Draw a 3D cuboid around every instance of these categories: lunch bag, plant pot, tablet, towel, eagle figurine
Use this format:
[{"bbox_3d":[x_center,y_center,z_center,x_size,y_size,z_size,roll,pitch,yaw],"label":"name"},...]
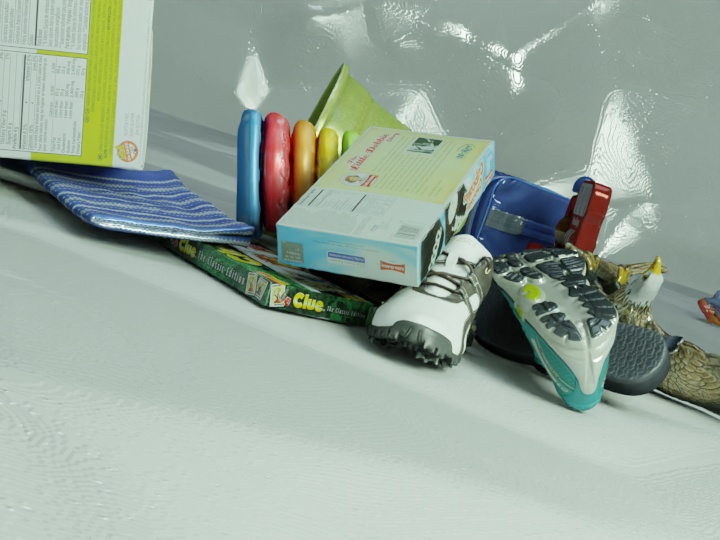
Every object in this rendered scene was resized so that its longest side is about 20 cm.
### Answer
[{"bbox_3d":[0.238,-0.059,1.820,0.198,0.138,0.132,17,7,-22],"label":"lunch bag"},{"bbox_3d":[0.012,-0.080,1.296,0.183,0.202,0.200,29,5,-9],"label":"plant pot"},{"bbox_3d":[-0.282,-0.082,1.161,0.198,0.014,0.130,19,7,-5],"label":"tablet"},{"bbox_3d":[-0.189,-0.062,1.053,0.143,0.024,0.200,6,13,-31],"label":"towel"},{"bbox_3d":[0.245,0.058,1.118,0.150,0.152,0.201,-20,46,0],"label":"eagle figurine"}]

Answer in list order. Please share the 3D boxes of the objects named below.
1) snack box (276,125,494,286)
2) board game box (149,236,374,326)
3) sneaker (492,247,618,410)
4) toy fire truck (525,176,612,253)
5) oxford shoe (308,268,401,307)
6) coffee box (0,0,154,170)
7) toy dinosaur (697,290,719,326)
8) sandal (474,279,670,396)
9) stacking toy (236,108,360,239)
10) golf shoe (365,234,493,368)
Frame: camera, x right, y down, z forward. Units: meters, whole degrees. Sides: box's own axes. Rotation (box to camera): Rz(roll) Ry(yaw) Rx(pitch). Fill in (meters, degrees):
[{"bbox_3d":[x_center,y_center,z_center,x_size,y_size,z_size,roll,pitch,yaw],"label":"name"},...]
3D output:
[{"bbox_3d":[0.025,-0.057,0.993,0.115,0.038,0.200,9,31,20],"label":"snack box"},{"bbox_3d":[-0.085,-0.002,1.019,0.104,0.024,0.199,10,11,-39],"label":"board game box"},{"bbox_3d":[0.148,0.038,0.991,0.076,0.081,0.201,-7,26,-3],"label":"sneaker"},{"bbox_3d":[0.279,-0.036,1.613,0.111,0.170,0.200,18,7,2],"label":"toy fire truck"},{"bbox_3d":[0.000,0.000,1.108,0.084,0.073,0.200,44,7,6],"label":"oxford shoe"},{"bbox_3d":[-0.286,-0.204,1.107,0.195,0.203,0.200,3,8,-13],"label":"coffee box"},{"bbox_3d":[0.656,0.079,2.246,0.179,0.106,0.200,0,-23,-27],"label":"toy dinosaur"},{"bbox_3d":[0.166,0.062,1.047,0.199,0.076,0.043,26,-27,41],"label":"sandal"},{"bbox_3d":[-0.013,-0.087,1.133,0.197,0.111,0.116,1,-5,-1],"label":"stacking toy"},{"bbox_3d":[0.058,0.016,0.957,0.077,0.096,0.200,20,9,7],"label":"golf shoe"}]
